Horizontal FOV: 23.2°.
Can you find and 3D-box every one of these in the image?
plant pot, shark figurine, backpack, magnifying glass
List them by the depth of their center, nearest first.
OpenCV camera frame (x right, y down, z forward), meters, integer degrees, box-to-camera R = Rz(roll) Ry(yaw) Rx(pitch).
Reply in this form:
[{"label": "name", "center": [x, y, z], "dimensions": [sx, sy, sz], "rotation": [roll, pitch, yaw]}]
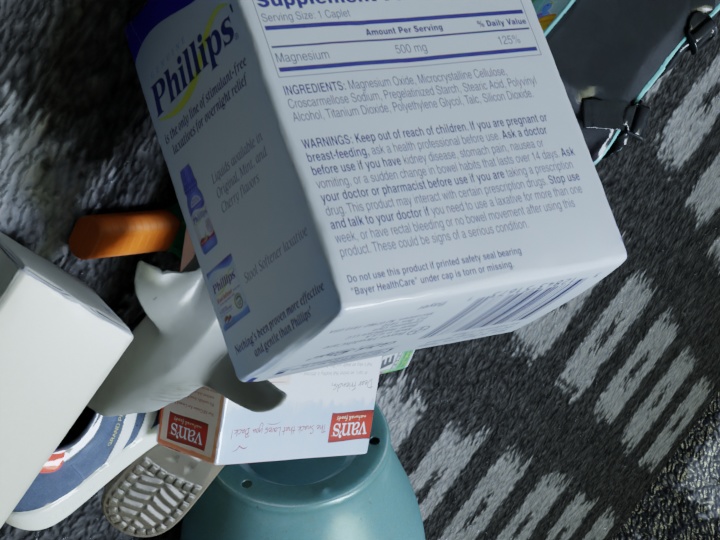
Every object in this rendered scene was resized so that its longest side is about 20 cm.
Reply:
[{"label": "shark figurine", "center": [-0.084, -0.014, 0.909], "dimensions": [0.089, 0.128, 0.216], "rotation": [19, 93, -49]}, {"label": "magnifying glass", "center": [-0.105, -0.026, 1.045], "dimensions": [0.080, 0.022, 0.200], "rotation": [-61, 160, 18]}, {"label": "backpack", "center": [0.101, -0.154, 1.075], "dimensions": [0.176, 0.153, 0.200], "rotation": [-54, -163, -12]}, {"label": "plant pot", "center": [-0.044, 0.186, 1.283], "dimensions": [0.200, 0.199, 0.189], "rotation": [-38, 141, -36]}]

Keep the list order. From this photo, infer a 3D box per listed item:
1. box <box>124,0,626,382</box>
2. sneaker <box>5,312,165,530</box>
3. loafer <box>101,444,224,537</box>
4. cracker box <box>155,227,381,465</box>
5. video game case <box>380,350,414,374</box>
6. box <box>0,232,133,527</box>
[{"label": "box", "center": [0.006, -0.065, 0.881], "dimensions": [0.183, 0.202, 0.105], "rotation": [-9, 163, -36]}, {"label": "sneaker", "center": [-0.144, 0.060, 1.023], "dimensions": [0.200, 0.074, 0.085], "rotation": [-46, 146, -36]}, {"label": "loafer", "center": [-0.098, 0.082, 1.138], "dimensions": [0.200, 0.068, 0.076], "rotation": [-44, 123, 7]}, {"label": "cracker box", "center": [-0.043, 0.009, 1.040], "dimensions": [0.133, 0.057, 0.202], "rotation": [3, 97, -49]}, {"label": "video game case", "center": [0.000, 0.000, 1.200], "dimensions": [0.181, 0.022, 0.201], "rotation": [-10, 134, -43]}, {"label": "box", "center": [-0.209, 0.084, 0.883], "dimensions": [0.082, 0.068, 0.201], "rotation": [36, 91, -39]}]
